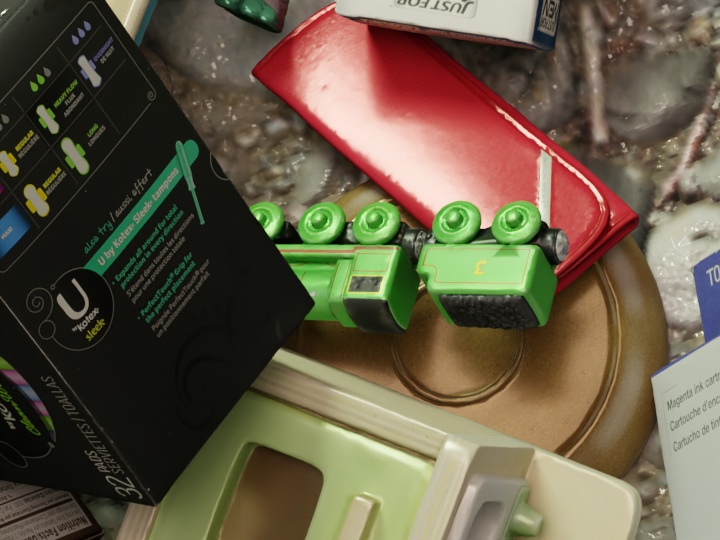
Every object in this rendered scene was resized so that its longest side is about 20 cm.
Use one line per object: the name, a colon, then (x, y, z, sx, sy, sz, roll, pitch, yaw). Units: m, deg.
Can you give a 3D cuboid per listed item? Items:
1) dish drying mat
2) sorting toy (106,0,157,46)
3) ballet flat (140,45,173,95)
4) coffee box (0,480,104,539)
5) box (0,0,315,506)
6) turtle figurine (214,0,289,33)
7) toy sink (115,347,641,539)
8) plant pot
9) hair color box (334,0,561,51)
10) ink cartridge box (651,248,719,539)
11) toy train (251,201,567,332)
dish drying mat: (0.039, -0.063, 1.316, 0.077, 0.018, 0.200, -40, 62, -15)
sorting toy: (-0.142, -0.148, 1.329, 0.185, 0.036, 0.200, -4, 65, 51)
ballet flat: (-0.150, -0.030, 1.328, 0.068, 0.067, 0.200, 22, 77, 13)
coffee box: (-0.223, 0.086, 1.270, 0.080, 0.114, 0.200, -19, 66, -44)
box: (-0.146, -0.018, 1.137, 0.148, 0.200, 0.124, 3, 47, 47)
turtle figurine: (-0.039, -0.225, 1.353, 0.150, 0.101, 0.200, 24, 92, 46)
toy sink: (0.005, 0.123, 1.215, 0.200, 0.112, 0.131, 22, 92, 18)
plant pot: (0.047, 0.036, 1.304, 0.200, 0.027, 0.201, -2, 74, 8)
hair color box: (0.056, -0.212, 1.304, 0.100, 0.061, 0.200, 10, 92, 14)
ink cartridge box: (0.192, 0.062, 1.192, 0.043, 0.196, 0.200, -2, 71, -23)
toy train: (0.000, 0.000, 1.261, 0.200, 0.042, 0.056, 0, 58, 26)
